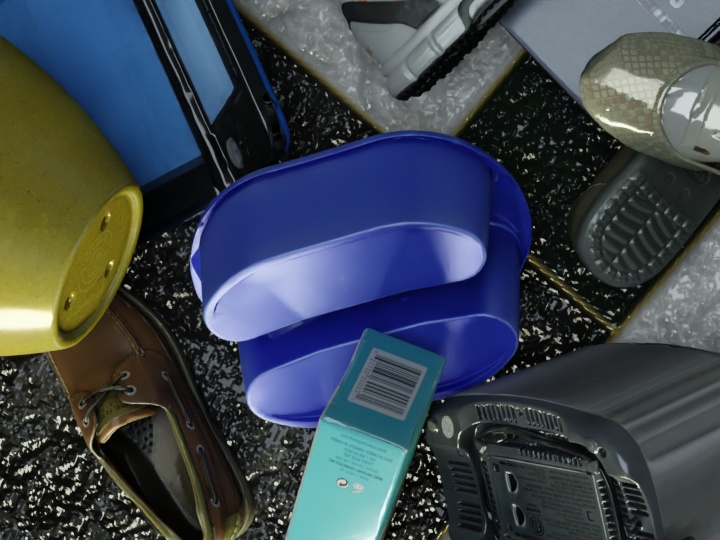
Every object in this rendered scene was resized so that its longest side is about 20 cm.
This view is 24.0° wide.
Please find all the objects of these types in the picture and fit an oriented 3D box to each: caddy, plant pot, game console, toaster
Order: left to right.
[{"bbox_3d":[-0.208,-0.030,0.956,0.142,0.200,0.201,24,96,9],"label":"plant pot"},{"bbox_3d":[-0.143,-0.124,0.987,0.118,0.171,0.201,-24,87,-16],"label":"game console"},{"bbox_3d":[0.000,0.000,0.956,0.199,0.105,0.142,-15,127,10],"label":"caddy"},{"bbox_3d":[0.140,0.103,0.898,0.129,0.200,0.114,-22,103,-33],"label":"toaster"}]

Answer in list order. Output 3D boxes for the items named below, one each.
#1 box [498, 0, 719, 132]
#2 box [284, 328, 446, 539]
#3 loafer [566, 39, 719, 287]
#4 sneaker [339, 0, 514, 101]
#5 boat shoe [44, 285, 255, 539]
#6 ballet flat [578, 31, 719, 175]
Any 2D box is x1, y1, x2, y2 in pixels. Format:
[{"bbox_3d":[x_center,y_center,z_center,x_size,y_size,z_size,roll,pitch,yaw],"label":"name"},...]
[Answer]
[{"bbox_3d":[0.131,-0.201,0.961,0.158,0.051,0.200,-43,83,10],"label":"box"},{"bbox_3d":[-0.008,0.136,0.936,0.049,0.082,0.201,21,128,6],"label":"box"},{"bbox_3d":[0.184,-0.078,0.943,0.200,0.070,0.075,-43,112,-7],"label":"loafer"},{"bbox_3d":[0.068,-0.185,0.912,0.200,0.074,0.080,-42,82,13],"label":"sneaker"},{"bbox_3d":[-0.134,0.081,1.012,0.072,0.068,0.200,-41,83,12],"label":"boat shoe"},{"bbox_3d":[0.209,-0.073,0.881,0.199,0.062,0.068,18,94,-20],"label":"ballet flat"}]
